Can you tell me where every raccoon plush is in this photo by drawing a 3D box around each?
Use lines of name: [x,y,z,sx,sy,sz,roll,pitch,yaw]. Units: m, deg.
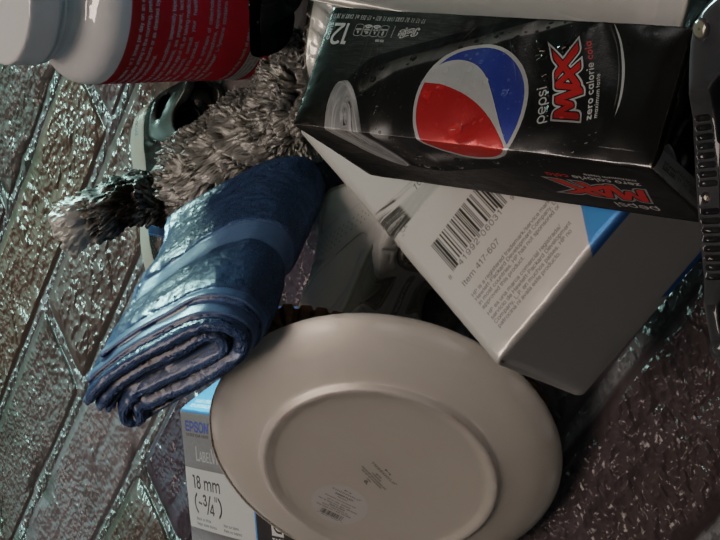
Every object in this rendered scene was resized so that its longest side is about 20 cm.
raccoon plush: [-0.092,-0.068,1.033,0.097,0.199,0.134,54,157,16]

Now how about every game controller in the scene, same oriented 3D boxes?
game controller: [-0.043,-0.231,0.991,0.104,0.042,0.203,127,153,-70]

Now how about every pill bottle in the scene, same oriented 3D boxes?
pill bottle: [-0.141,-0.178,1.070,0.112,0.198,0.114,12,105,52]

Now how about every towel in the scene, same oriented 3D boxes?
towel: [-0.084,0.003,0.938,0.111,0.201,0.049,-30,108,24]

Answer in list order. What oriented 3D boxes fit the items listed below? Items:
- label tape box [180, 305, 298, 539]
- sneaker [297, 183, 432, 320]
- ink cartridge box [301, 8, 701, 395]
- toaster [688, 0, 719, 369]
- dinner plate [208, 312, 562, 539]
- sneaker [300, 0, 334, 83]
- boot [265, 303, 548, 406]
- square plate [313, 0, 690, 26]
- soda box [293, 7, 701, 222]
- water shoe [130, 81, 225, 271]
label tape box: [-0.061,0.128,1.121,0.143,0.063,0.203,0,96,54]
sneaker: [0.000,0.000,1.014,0.201,0.077,0.100,-56,41,25]
ink cartridge box: [0.080,-0.061,0.839,0.146,0.084,0.200,-51,50,15]
toaster: [0.212,-0.026,0.658,0.113,0.128,0.203,-4,91,55]
dinner plate: [0.011,0.105,0.906,0.201,0.198,0.024,-57,12,41]
sneaker: [0.017,-0.197,0.969,0.078,0.074,0.203,6,90,12]
boot: [0.000,0.091,0.955,0.198,0.075,0.108,20,129,6]
square plate: [0.083,-0.205,0.793,0.196,0.028,0.203,16,87,23]
soda box: [0.069,-0.073,0.748,0.198,0.071,0.064,10,77,39]
water shoe: [-0.112,-0.045,1.155,0.079,0.071,0.202,-38,61,39]
